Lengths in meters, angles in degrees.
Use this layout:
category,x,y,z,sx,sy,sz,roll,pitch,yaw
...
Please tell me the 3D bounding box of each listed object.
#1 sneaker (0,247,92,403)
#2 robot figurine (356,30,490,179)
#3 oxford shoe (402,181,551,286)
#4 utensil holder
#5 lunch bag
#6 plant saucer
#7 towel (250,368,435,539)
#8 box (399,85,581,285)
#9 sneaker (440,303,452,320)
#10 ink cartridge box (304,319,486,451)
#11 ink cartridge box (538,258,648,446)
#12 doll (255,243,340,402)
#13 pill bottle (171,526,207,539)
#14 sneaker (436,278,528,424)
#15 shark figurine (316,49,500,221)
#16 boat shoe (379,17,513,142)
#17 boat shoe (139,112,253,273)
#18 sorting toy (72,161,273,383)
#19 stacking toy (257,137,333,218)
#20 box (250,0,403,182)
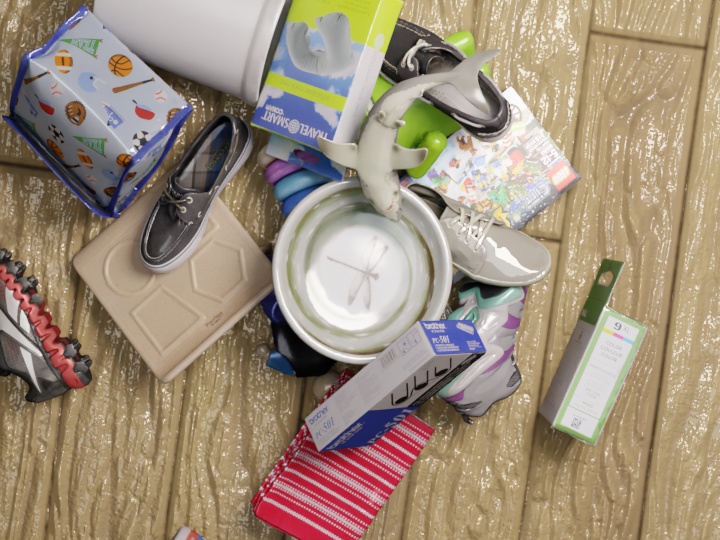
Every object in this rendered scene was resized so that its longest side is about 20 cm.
category,x,y,z,sx,sy,sz,roll,pitch,yaw
sneaker,-0.399,0.067,1.511,0.097,0.071,0.202,-33,94,-1
robot figurine,0.049,-0.193,1.477,0.198,0.116,0.177,-25,75,1
oxford shoe,0.120,-0.041,1.454,0.198,0.058,0.076,25,63,10
utensil holder,-0.176,-0.296,1.447,0.197,0.170,0.172,21,93,1
lunch bag,-0.301,-0.158,1.444,0.170,0.200,0.124,45,60,-3
plant saucer,0.000,0.000,1.424,0.197,0.050,0.204,0,89,-8
towel,-0.020,0.233,1.527,0.144,0.022,0.201,34,93,-21
box,0.139,-0.098,1.521,0.199,0.038,0.137,-40,92,2
sneaker,0.046,0.022,1.501,0.077,0.091,0.201,-36,93,2
ink cartridge box,0.036,0.125,1.409,0.200,0.093,0.045,-42,63,33
ink cartridge box,0.276,0.092,1.499,0.059,0.104,0.202,23,92,-2
doll,-0.063,0.060,1.524,0.135,0.048,0.203,-19,93,2
pill bottle,-0.155,0.396,1.509,0.199,0.112,0.113,34,92,-3
sneaker,0.158,0.084,1.508,0.201,0.077,0.140,-52,129,-14
shark figurine,0.042,-0.163,1.342,0.127,0.090,0.215,29,127,-11
boat shoe,0.078,-0.211,1.385,0.200,0.060,0.074,43,91,14
boat shoe,-0.191,-0.091,1.467,0.070,0.066,0.201,36,87,18
sorting toy,-0.212,0.001,1.507,0.185,0.036,0.201,-41,72,2
stacking toy,-0.050,-0.053,1.480,0.084,0.085,0.203,-19,82,1
box,-0.041,-0.210,1.400,0.121,0.047,0.203,22,96,34
